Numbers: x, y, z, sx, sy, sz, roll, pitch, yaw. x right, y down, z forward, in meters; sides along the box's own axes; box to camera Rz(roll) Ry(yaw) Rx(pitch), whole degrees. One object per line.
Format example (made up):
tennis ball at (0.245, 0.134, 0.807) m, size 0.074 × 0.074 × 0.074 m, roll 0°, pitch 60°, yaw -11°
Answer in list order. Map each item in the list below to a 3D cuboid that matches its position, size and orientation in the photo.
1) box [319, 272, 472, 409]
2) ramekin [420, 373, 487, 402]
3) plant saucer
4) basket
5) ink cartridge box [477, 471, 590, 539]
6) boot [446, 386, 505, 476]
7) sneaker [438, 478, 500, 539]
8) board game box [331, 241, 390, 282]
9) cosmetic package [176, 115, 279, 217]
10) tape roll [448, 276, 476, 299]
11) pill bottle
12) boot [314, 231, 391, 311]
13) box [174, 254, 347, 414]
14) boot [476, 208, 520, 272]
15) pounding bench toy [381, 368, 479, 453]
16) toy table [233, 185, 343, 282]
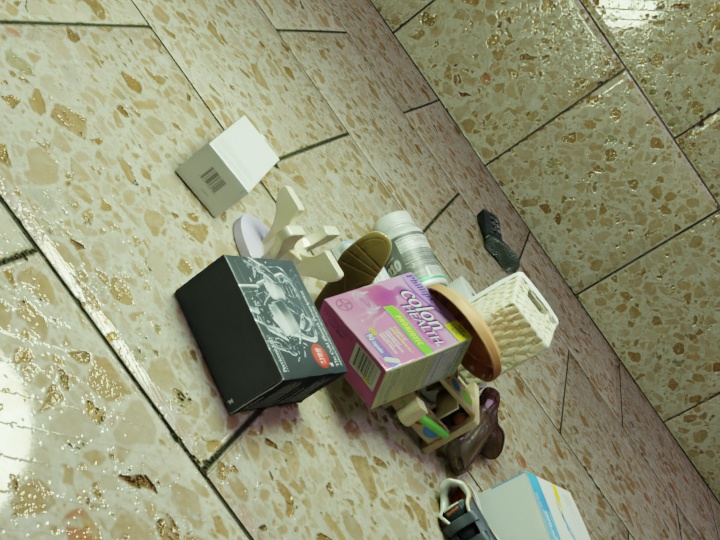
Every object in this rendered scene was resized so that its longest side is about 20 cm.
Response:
box at (0.053, 0.114, 1.427) m, size 0.200 × 0.097 × 0.176 m, roll -16°, pitch 50°, yaw -37°
ramekin at (0.165, 0.179, 1.733) m, size 0.200 × 0.105 × 0.200 m, roll 45°, pitch 23°, yaw -26°
plant saucer at (0.183, 0.107, 1.487) m, size 0.200 × 0.032 × 0.200 m, roll 52°, pitch -15°, yaw 20°
basket at (0.262, 0.120, 1.621) m, size 0.136 × 0.200 × 0.123 m, roll 51°, pitch 29°, yaw -11°
ink cartridge box at (0.314, 0.485, 1.552) m, size 0.200 × 0.147 × 0.145 m, roll 32°, pitch 32°, yaw -45°
boot at (0.225, 0.355, 1.661) m, size 0.200 × 0.064 × 0.187 m, roll -48°, pitch 136°, yaw -51°
sneaker at (0.184, 0.445, 1.433) m, size 0.079 × 0.078 × 0.200 m, roll 44°, pitch 13°, yaw -39°
board game box at (0.028, 0.032, 1.749) m, size 0.200 × 0.034 × 0.134 m, roll 60°, pitch 22°, yaw 12°
cosmetic package at (-0.225, -0.185, 1.458) m, size 0.108 × 0.085 × 0.200 m, roll 52°, pitch 21°, yaw -12°
tape roll at (0.272, 0.116, 2.049) m, size 0.203 × 0.071 × 0.202 m, roll 55°, pitch 11°, yaw -15°
pill bottle at (0.108, -0.028, 1.896) m, size 0.113 × 0.113 × 0.200 m, roll 18°, pitch 42°, yaw -57°
boot at (0.000, 0.000, 1.523) m, size 0.073 × 0.200 × 0.155 m, roll 36°, pitch 20°, yaw 5°
box at (-0.140, 0.090, 1.218) m, size 0.182 × 0.104 × 0.200 m, roll 3°, pitch 55°, yaw -62°
boot at (0.466, -0.103, 2.839) m, size 0.165 × 0.066 × 0.200 m, roll 47°, pitch 19°, yaw -26°
pounding bench toy at (0.131, 0.254, 1.527) m, size 0.156 × 0.124 × 0.200 m, roll 49°, pitch 22°, yaw -17°
toy table at (-0.118, -0.034, 1.428) m, size 0.200 × 0.117 × 0.184 m, roll 55°, pitch 21°, yaw 0°
